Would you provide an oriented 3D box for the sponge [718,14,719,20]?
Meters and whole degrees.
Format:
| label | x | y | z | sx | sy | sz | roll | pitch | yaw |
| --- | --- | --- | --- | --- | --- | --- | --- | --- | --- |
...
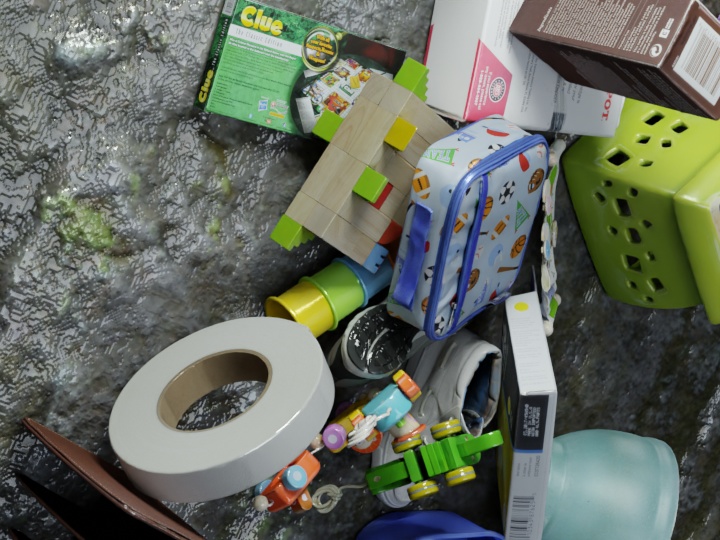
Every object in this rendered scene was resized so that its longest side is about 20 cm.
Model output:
| label | x | y | z | sx | sy | sz | roll | pitch | yaw |
| --- | --- | --- | --- | --- | --- | --- | --- | --- | --- |
| sponge | 0.467 | -0.243 | 1.866 | 0.112 | 0.030 | 0.200 | -54 | 129 | -9 |

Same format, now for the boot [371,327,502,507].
| label | x | y | z | sx | sy | sz | roll | pitch | yaw |
| --- | --- | --- | --- | --- | --- | --- | --- | --- | --- |
| boot | 0.078 | 0.155 | 1.671 | 0.073 | 0.095 | 0.202 | 9 | 101 | -39 |

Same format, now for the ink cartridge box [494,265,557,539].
| label | x | y | z | sx | sy | sz | roll | pitch | yaw |
| --- | --- | --- | --- | --- | --- | --- | --- | --- | --- |
| ink cartridge box | 0.159 | 0.133 | 1.670 | 0.046 | 0.201 | 0.199 | -2 | 126 | -2 |

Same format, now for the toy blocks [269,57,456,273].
| label | x | y | z | sx | sy | sz | roll | pitch | yaw |
| --- | --- | --- | --- | --- | --- | --- | --- | --- | --- |
| toy blocks | 0.021 | -0.081 | 1.531 | 0.201 | 0.100 | 0.136 | -57 | 144 | -1 |

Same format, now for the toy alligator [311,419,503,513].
| label | x | y | z | sx | sy | sz | roll | pitch | yaw |
| --- | --- | --- | --- | --- | --- | --- | --- | --- | --- |
| toy alligator | 0.049 | 0.193 | 1.628 | 0.054 | 0.198 | 0.060 | 19 | 51 | -72 |

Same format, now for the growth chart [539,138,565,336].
| label | x | y | z | sx | sy | sz | roll | pitch | yaw |
| --- | --- | --- | --- | --- | --- | --- | --- | --- | --- |
| growth chart | 0.192 | -0.035 | 1.687 | 0.145 | 0.018 | 0.202 | -62 | 153 | -68 |

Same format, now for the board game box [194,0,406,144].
| label | x | y | z | sx | sy | sz | roll | pitch | yaw |
| --- | --- | --- | --- | --- | --- | --- | --- | --- | --- |
| board game box | -0.050 | -0.173 | 1.500 | 0.199 | 0.023 | 0.106 | 12 | 101 | -40 |

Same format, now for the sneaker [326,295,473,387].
| label | x | y | z | sx | sy | sz | roll | pitch | yaw |
| --- | --- | --- | --- | --- | --- | --- | --- | --- | --- |
| sneaker | 0.038 | 0.052 | 1.628 | 0.199 | 0.079 | 0.074 | -30 | 86 | -41 |

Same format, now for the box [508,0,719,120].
| label | x | y | z | sx | sy | sz | roll | pitch | yaw |
| --- | --- | --- | --- | --- | --- | --- | --- | --- | --- |
| box | 0.237 | -0.202 | 1.484 | 0.100 | 0.199 | 0.075 | 32 | 84 | -39 |

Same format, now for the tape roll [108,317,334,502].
| label | x | y | z | sx | sy | sz | roll | pitch | yaw |
| --- | --- | --- | --- | --- | --- | --- | --- | --- | --- |
| tape roll | -0.119 | 0.116 | 1.439 | 0.202 | 0.202 | 0.037 | -37 | 125 | -21 |

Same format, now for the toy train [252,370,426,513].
| label | x | y | z | sx | sy | sz | roll | pitch | yaw |
| --- | --- | --- | --- | --- | --- | --- | --- | --- | --- |
| toy train | -0.011 | 0.171 | 1.568 | 0.056 | 0.200 | 0.150 | 48 | 48 | -6 |

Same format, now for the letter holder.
| label | x | y | z | sx | sy | sz | roll | pitch | yaw |
| --- | --- | --- | --- | --- | --- | --- | --- | --- | --- |
| letter holder | -0.224 | 0.220 | 1.396 | 0.142 | 0.199 | 0.101 | 39 | 82 | -39 |

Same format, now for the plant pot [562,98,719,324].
| label | x | y | z | sx | sy | sz | roll | pitch | yaw |
| --- | --- | --- | --- | --- | --- | --- | --- | --- | --- |
| plant pot | 0.357 | -0.074 | 1.747 | 0.199 | 0.181 | 0.201 | -39 | 127 | -20 |

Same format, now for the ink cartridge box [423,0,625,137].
| label | x | y | z | sx | sy | sz | roll | pitch | yaw |
| --- | --- | --- | --- | --- | --- | --- | --- | --- | --- |
| ink cartridge box | 0.165 | -0.213 | 1.610 | 0.198 | 0.084 | 0.146 | 2 | 105 | -37 |

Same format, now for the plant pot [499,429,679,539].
| label | x | y | z | sx | sy | sz | roll | pitch | yaw |
| --- | --- | --- | --- | --- | --- | --- | --- | --- | --- |
| plant pot | 0.230 | 0.254 | 1.782 | 0.133 | 0.200 | 0.202 | 21 | 93 | -13 |

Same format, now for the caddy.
| label | x | y | z | sx | sy | sz | roll | pitch | yaw |
| --- | --- | --- | --- | --- | --- | --- | --- | --- | --- |
| caddy | 0.077 | 0.328 | 1.726 | 0.198 | 0.105 | 0.143 | 4 | 105 | -38 |

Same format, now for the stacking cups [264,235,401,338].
| label | x | y | z | sx | sy | sz | roll | pitch | yaw |
| --- | --- | --- | --- | --- | --- | --- | --- | --- | --- |
| stacking cups | 0.000 | 0.000 | 1.588 | 0.199 | 0.060 | 0.061 | -36 | 125 | -28 |

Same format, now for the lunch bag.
| label | x | y | z | sx | sy | sz | roll | pitch | yaw |
| --- | --- | --- | --- | --- | --- | --- | --- | --- | --- |
| lunch bag | 0.096 | -0.034 | 1.544 | 0.160 | 0.075 | 0.202 | -32 | 141 | -44 |
